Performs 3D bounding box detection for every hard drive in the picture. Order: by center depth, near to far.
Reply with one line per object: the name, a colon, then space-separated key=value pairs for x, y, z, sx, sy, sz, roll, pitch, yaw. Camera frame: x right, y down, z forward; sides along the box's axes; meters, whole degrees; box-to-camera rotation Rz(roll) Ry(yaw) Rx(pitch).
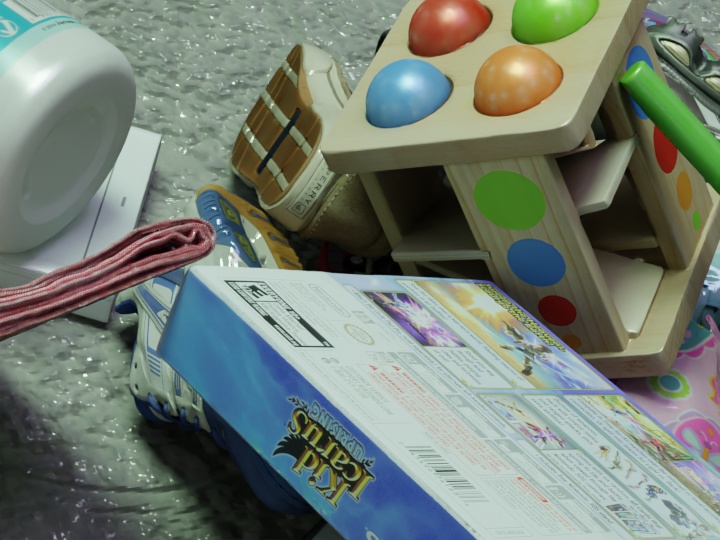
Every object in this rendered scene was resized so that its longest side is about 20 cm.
hard drive: x=-0.205 y=-0.049 z=1.185 sx=0.198 sy=0.027 sz=0.132 roll=16 pitch=39 yaw=-4

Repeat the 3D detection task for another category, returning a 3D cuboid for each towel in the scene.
towel: x=-0.166 y=0.026 z=0.996 sx=0.143 sy=0.199 sz=0.023 roll=-22 pitch=91 yaw=-40

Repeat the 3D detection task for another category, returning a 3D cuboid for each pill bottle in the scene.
pill bottle: x=-0.210 y=-0.103 z=1.137 sx=0.199 sy=0.111 sz=0.111 roll=34 pitch=41 yaw=19

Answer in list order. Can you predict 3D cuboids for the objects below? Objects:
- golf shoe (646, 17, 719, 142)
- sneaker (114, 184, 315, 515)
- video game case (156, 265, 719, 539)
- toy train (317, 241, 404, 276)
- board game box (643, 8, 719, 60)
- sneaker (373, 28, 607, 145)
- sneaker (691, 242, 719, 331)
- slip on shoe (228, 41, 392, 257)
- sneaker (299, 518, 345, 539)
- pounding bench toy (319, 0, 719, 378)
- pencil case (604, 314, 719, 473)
golf shoe: x=0.208 y=-0.043 z=1.326 sx=0.199 sy=0.078 sz=0.095 roll=37 pitch=71 yaw=6
sneaker: x=-0.056 y=0.051 z=1.080 sx=0.075 sy=0.088 sz=0.201 roll=35 pitch=19 yaw=-33
video game case: x=0.045 y=0.070 z=0.967 sx=0.180 sy=0.046 sz=0.200 roll=3 pitch=30 yaw=-45
toy train: x=0.000 y=0.000 z=1.205 sx=0.045 sy=0.034 sz=0.201 roll=10 pitch=38 yaw=-6
board game box: x=0.144 y=-0.123 z=1.405 sx=0.199 sy=0.039 sz=0.158 roll=-18 pitch=51 yaw=-38
sneaker: x=0.066 y=-0.084 z=1.251 sx=0.098 sy=0.071 sz=0.200 roll=-4 pitch=13 yaw=-20
sneaker: x=0.158 y=0.021 z=1.219 sx=0.199 sy=0.074 sz=0.082 roll=21 pitch=38 yaw=23
slip on shoe: x=-0.017 y=-0.059 z=1.215 sx=0.060 sy=0.076 sz=0.200 roll=32 pitch=8 yaw=-16
sneaker: x=0.021 y=0.125 z=1.050 sx=0.080 sy=0.078 sz=0.200 roll=47 pitch=46 yaw=2
pounding bench toy: x=0.109 y=-0.051 z=1.097 sx=0.199 sy=0.157 sz=0.125 roll=-4 pitch=37 yaw=30
pencil case: x=0.137 y=0.102 z=1.098 sx=0.087 sy=0.088 sz=0.201 roll=12 pitch=39 yaw=-9
